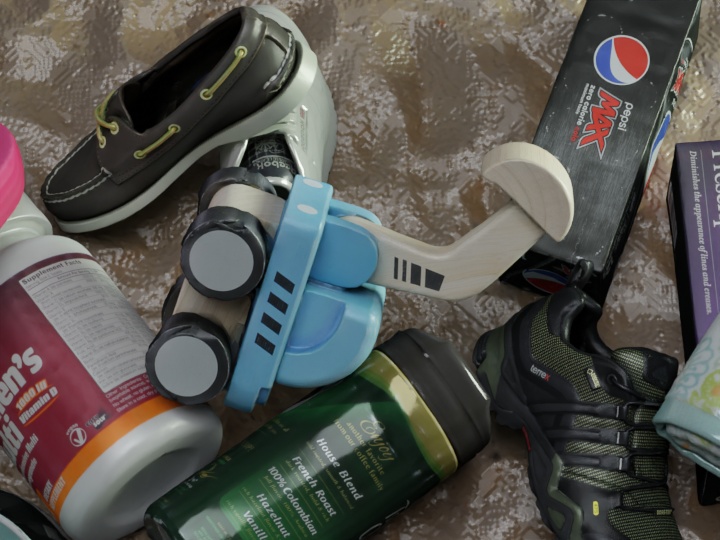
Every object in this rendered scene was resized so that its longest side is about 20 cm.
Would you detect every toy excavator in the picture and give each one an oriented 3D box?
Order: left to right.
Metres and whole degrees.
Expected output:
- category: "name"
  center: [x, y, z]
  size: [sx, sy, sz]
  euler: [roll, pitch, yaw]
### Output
- category: "toy excavator"
  center: [0.000, 0.000, 1.595]
  size: [0.199, 0.100, 0.195]
  euler: [18, 108, -4]

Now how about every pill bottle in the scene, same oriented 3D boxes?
- category: "pill bottle"
  center: [-0.177, 0.051, 1.653]
  size: [0.109, 0.110, 0.200]
  euler: [-36, 69, -12]

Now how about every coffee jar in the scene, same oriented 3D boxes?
- category: "coffee jar"
  center: [-0.021, 0.115, 1.616]
  size: [0.200, 0.104, 0.085]
  euler: [-35, 87, -11]

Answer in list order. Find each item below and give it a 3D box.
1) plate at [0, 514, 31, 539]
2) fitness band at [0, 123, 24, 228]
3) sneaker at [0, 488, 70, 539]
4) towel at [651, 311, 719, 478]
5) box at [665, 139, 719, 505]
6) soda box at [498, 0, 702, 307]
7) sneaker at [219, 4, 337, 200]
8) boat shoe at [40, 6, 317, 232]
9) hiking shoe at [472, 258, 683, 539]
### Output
- category: "plate"
  center: [-0.210, 0.227, 1.567]
  size: [0.200, 0.026, 0.201]
  euler: [-2, 87, 44]
- category: "fitness band"
  center: [-0.270, -0.034, 1.605]
  size: [0.143, 0.038, 0.200]
  euler: [-1, 29, 19]
- category: "sneaker"
  center: [-0.186, 0.166, 1.614]
  size: [0.199, 0.088, 0.076]
  euler: [31, 72, 16]
- category: "towel"
  center: [0.285, 0.068, 1.570]
  size: [0.199, 0.048, 0.171]
  euler: [31, 69, 15]
- category: "box"
  center: [0.257, 0.025, 1.656]
  size: [0.140, 0.079, 0.201]
  euler: [-3, 66, -1]
- category: "soda box"
  center: [0.144, -0.081, 1.716]
  size: [0.070, 0.063, 0.201]
  euler: [18, 69, 11]
- category: "sneaker"
  center: [-0.052, -0.079, 1.720]
  size: [0.076, 0.081, 0.201]
  euler: [-7, 64, 2]
- category: "boat shoe"
  center: [-0.119, -0.091, 1.691]
  size: [0.201, 0.061, 0.072]
  euler: [-31, 38, 26]
- category: "hiking shoe"
  center: [0.142, 0.093, 1.612]
  size: [0.101, 0.076, 0.200]
  euler: [-45, 64, 28]
